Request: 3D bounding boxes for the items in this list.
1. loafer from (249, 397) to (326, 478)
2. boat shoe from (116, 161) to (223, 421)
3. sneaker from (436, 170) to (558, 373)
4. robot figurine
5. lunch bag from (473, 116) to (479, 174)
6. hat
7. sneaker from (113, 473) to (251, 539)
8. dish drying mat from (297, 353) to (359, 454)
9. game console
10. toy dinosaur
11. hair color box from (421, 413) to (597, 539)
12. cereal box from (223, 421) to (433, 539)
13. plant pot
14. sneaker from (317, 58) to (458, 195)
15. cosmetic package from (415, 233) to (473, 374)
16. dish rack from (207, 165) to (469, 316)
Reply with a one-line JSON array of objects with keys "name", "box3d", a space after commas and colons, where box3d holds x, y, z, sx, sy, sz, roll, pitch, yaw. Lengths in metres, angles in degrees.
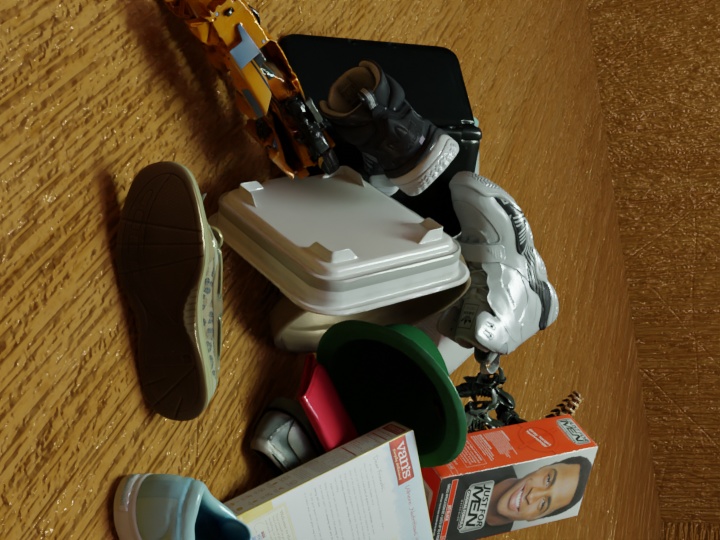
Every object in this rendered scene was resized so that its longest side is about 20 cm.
[{"name": "loafer", "box3d": [-0.053, 0.215, 1.110, 0.063, 0.071, 0.202, -46, 124, -38]}, {"name": "boat shoe", "box3d": [-0.142, 0.012, 0.900, 0.063, 0.072, 0.203, -51, 144, -68]}, {"name": "sneaker", "box3d": [0.123, 0.006, 1.171, 0.115, 0.075, 0.201, -44, 120, -25]}, {"name": "robot figurine", "box3d": [-0.089, -0.161, 0.993, 0.201, 0.058, 0.145, 58, -6, -38]}, {"name": "lunch bag", "box3d": [0.091, -0.109, 1.444, 0.199, 0.120, 0.174, 8, 78, -66]}, {"name": "hat", "box3d": [0.064, 0.076, 1.150, 0.176, 0.198, 0.168, -41, 121, -40]}, {"name": "sneaker", "box3d": [-0.116, 0.229, 0.903, 0.201, 0.081, 0.075, 63, 32, -46]}, {"name": "dish drying mat", "box3d": [-0.009, 0.179, 1.110, 0.077, 0.018, 0.202, -80, 149, -62]}, {"name": "game console", "box3d": [0.013, -0.137, 1.200, 0.117, 0.197, 0.179, -125, -141, -61]}, {"name": "toy dinosaur", "box3d": [0.167, 0.189, 1.344, 0.136, 0.199, 0.102, 49, 8, -11]}, {"name": "hair color box", "box3d": [0.150, 0.226, 1.249, 0.061, 0.197, 0.103, 49, -41, 49]}, {"name": "cereal box", "box3d": [-0.026, 0.241, 1.049, 0.198, 0.039, 0.146, -20, 109, -31]}, {"name": "plant pot", "box3d": [0.000, 0.000, 1.114, 0.200, 0.198, 0.094, 25, 45, -66]}, {"name": "sneaker", "box3d": [0.017, -0.130, 1.039, 0.114, 0.076, 0.200, 46, -3, -12]}, {"name": "cosmetic package", "box3d": [0.089, 0.044, 1.317, 0.107, 0.085, 0.201, -40, 158, -23]}, {"name": "dish rack", "box3d": [-0.020, -0.036, 0.986, 0.170, 0.199, 0.044, -14, 123, -34]}]
